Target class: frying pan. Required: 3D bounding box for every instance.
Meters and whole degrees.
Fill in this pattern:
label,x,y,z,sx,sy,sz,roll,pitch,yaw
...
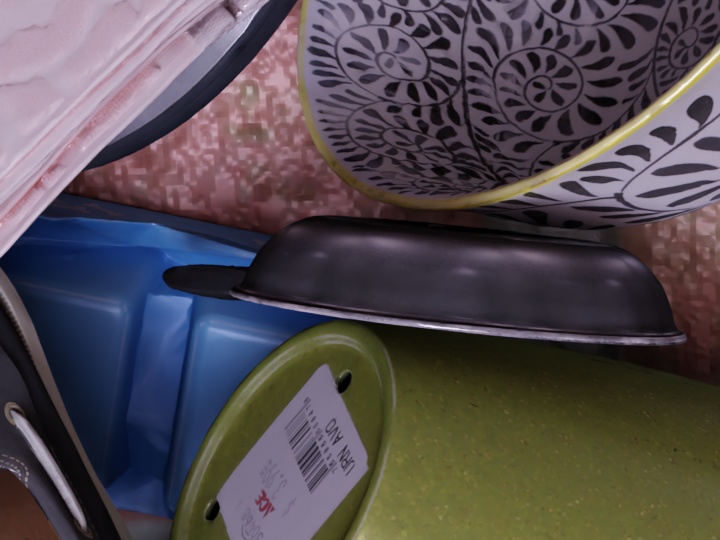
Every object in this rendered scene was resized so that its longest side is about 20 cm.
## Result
label,x,y,z,sx,sy,sz,roll,pitch,yaw
frying pan,0.017,0.002,0.702,0.114,0.190,0.031,5,93,-12

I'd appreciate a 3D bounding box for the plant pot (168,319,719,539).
label,x,y,z,sx,sy,sz,roll,pitch,yaw
plant pot,0.053,0.096,0.731,0.200,0.187,0.187,31,112,-29

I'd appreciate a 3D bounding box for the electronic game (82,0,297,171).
label,x,y,z,sx,sy,sz,roll,pitch,yaw
electronic game,-0.074,-0.123,0.711,0.200,0.200,0.042,-48,144,19

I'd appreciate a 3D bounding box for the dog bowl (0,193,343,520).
label,x,y,z,sx,sy,sz,roll,pitch,yaw
dog bowl,-0.062,0.035,0.824,0.199,0.050,0.112,11,111,1

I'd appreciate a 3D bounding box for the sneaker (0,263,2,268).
label,x,y,z,sx,sy,sz,roll,pitch,yaw
sneaker,-0.115,0.064,0.759,0.074,0.085,0.201,-1,99,8

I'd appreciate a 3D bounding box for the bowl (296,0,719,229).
label,x,y,z,sx,sy,sz,roll,pitch,yaw
bowl,0.085,-0.083,0.712,0.094,0.201,0.201,33,112,-33

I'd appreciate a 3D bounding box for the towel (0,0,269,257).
label,x,y,z,sx,sy,sz,roll,pitch,yaw
towel,-0.139,-0.063,0.664,0.191,0.200,0.032,-43,144,-3

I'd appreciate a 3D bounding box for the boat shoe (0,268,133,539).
label,x,y,z,sx,sy,sz,roll,pitch,yaw
boat shoe,-0.115,0.040,0.677,0.072,0.068,0.200,-35,83,9
